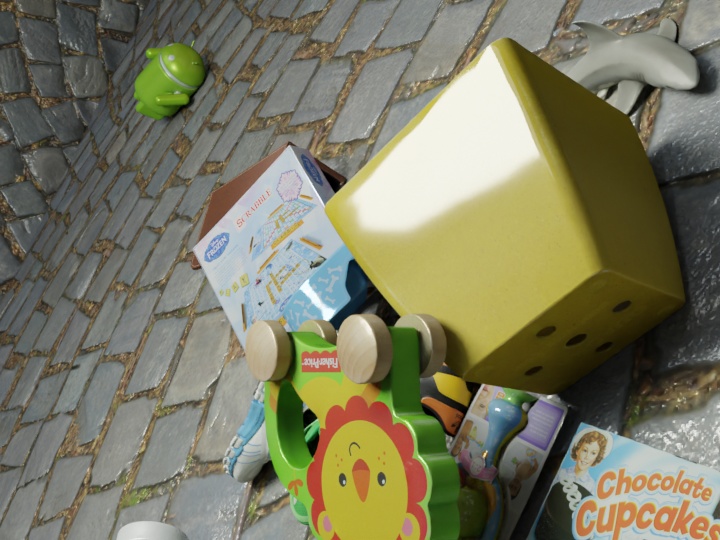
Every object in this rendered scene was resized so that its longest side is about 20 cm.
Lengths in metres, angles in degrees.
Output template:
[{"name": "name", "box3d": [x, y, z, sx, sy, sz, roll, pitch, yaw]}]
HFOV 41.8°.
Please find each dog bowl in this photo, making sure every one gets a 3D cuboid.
[{"name": "dog bowl", "box3d": [0.000, 0.000, 0.973, 0.200, 0.050, 0.112, -43, -10, -10]}]

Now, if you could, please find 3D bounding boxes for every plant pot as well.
[{"name": "plant pot", "box3d": [0.127, -0.018, 0.723, 0.200, 0.199, 0.177, -42, 53, 28]}]

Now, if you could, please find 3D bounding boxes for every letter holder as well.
[{"name": "letter holder", "box3d": [-0.131, -0.060, 1.290, 0.200, 0.100, 0.143, -24, 44, 47]}]

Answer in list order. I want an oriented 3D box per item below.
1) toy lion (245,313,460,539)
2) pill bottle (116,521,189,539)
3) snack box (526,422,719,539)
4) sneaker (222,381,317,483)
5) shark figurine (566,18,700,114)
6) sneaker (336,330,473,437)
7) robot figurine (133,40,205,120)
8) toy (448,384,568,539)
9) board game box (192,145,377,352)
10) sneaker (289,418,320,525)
[{"name": "toy lion", "box3d": [-0.006, 0.129, 0.681, 0.200, 0.068, 0.193, -6, 84, 52]}, {"name": "pill bottle", "box3d": [-0.238, 0.376, 1.001, 0.112, 0.112, 0.201, -37, 35, 34]}, {"name": "snack box", "box3d": [0.190, 0.176, 0.587, 0.200, 0.037, 0.117, 11, 71, 61]}, {"name": "sneaker", "box3d": [-0.083, 0.173, 1.004, 0.075, 0.086, 0.200, -48, -12, -50]}, {"name": "shark figurine", "box3d": [0.210, -0.187, 0.878, 0.214, 0.089, 0.129, -22, 42, 45]}, {"name": "sneaker", "box3d": [0.010, 0.110, 0.871, 0.199, 0.070, 0.090, -3, 63, 32]}, {"name": "robot figurine", "box3d": [-0.432, -0.433, 2.143, 0.200, 0.115, 0.176, -38, 50, 30]}, {"name": "toy", "box3d": [0.078, 0.178, 0.756, 0.201, 0.047, 0.115, -60, 26, -6]}, {"name": "board game box", "box3d": [-0.090, -0.007, 1.122, 0.200, 0.041, 0.200, -42, 65, 27]}, {"name": "sneaker", "box3d": [-0.037, 0.175, 0.853, 0.074, 0.083, 0.200, 53, 144, 24]}]
